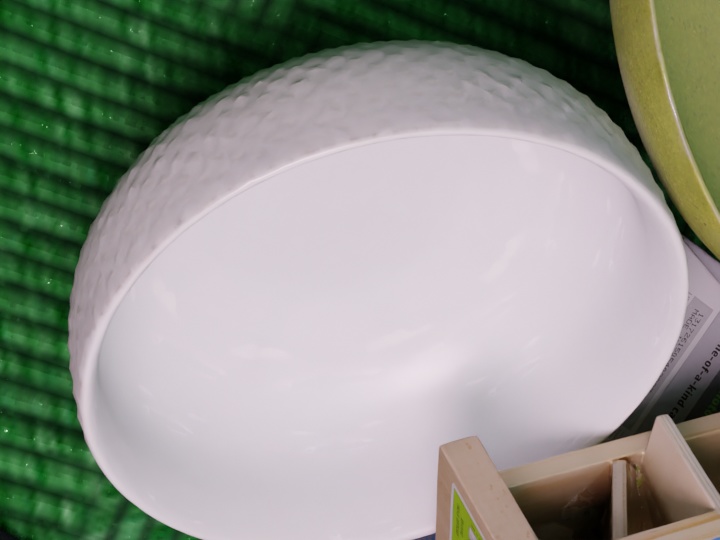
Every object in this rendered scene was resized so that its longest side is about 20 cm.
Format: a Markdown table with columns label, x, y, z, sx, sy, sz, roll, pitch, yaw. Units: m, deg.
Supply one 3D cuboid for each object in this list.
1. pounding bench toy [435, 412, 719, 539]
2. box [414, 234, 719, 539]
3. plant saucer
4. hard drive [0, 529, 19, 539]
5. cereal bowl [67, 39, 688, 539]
| label | x | y | z | sx | sy | sz | roll | pitch | yaw |
| --- | --- | --- | --- | --- | --- | --- | --- | --- | --- |
| pounding bench toy | 0.131 | 0.144 | 0.772 | 0.156 | 0.200 | 0.124 | -13 | 131 | -15 |
| box | 0.133 | 0.096 | 0.906 | 0.200 | 0.041 | 0.156 | 34 | 91 | -24 |
| plant saucer | 0.135 | -0.080 | 0.815 | 0.200 | 0.031 | 0.201 | 15 | 71 | -51 |
| hard drive | -0.136 | 0.159 | 0.819 | 0.200 | 0.042 | 0.135 | 37 | 90 | -25 |
| cereal bowl | 0.000 | 0.000 | 0.787 | 0.199 | 0.083 | 0.200 | -11 | 138 | -10 |
